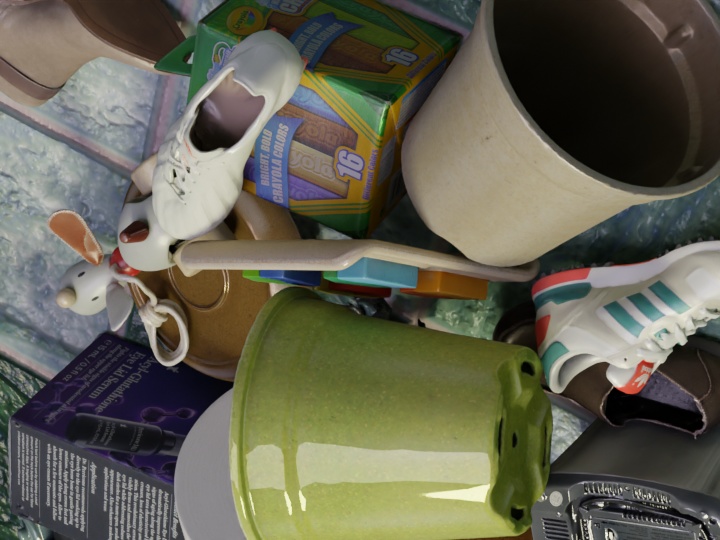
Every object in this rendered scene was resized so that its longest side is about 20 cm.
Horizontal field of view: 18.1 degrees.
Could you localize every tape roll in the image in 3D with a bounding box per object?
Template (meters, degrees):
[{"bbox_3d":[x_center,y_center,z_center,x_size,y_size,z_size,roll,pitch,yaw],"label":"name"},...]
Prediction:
[{"bbox_3d":[-0.043,0.166,1.727,0.202,0.203,0.037,21,151,19],"label":"tape roll"}]

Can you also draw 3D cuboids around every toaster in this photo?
[{"bbox_3d":[0.228,0.172,1.641,0.199,0.129,0.114,4,121,30],"label":"toaster"}]

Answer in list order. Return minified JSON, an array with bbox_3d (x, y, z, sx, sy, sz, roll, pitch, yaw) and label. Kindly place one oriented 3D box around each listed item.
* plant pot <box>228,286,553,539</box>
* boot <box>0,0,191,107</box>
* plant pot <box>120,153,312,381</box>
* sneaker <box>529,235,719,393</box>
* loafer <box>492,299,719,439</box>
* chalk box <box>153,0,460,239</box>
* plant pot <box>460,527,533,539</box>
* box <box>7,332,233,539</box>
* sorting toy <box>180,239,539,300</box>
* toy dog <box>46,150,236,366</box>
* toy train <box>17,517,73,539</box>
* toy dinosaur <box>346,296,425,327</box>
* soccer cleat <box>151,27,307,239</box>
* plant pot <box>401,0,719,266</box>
[{"bbox_3d":[0.031,0.115,1.588,0.183,0.201,0.202,2,119,24],"label":"plant pot"},{"bbox_3d":[-0.233,-0.179,1.752,0.200,0.070,0.146,39,137,6],"label":"boot"},{"bbox_3d":[-0.123,-0.002,1.785,0.199,0.027,0.202,17,118,34],"label":"plant pot"},{"bbox_3d":[0.210,0.038,1.575,0.199,0.070,0.094,-11,69,31],"label":"sneaker"},{"bbox_3d":[0.182,0.071,1.644,0.199,0.071,0.074,10,122,26],"label":"loafer"},{"bbox_3d":[-0.049,-0.133,1.624,0.199,0.124,0.124,24,128,15],"label":"chalk box"},{"bbox_3d":[0.067,0.268,1.773,0.182,0.200,0.201,-9,115,17],"label":"plant pot"},{"bbox_3d":[-0.170,0.157,1.862,0.199,0.148,0.105,18,126,19],"label":"box"},{"bbox_3d":[0.000,0.000,1.615,0.184,0.199,0.037,0,88,45],"label":"sorting toy"},{"bbox_3d":[-0.183,-0.010,1.748,0.132,0.096,0.201,43,130,19],"label":"toy dog"},{"bbox_3d":[-0.240,0.278,1.997,0.114,0.085,0.201,32,139,58],"label":"toy train"},{"bbox_3d":[0.025,0.060,1.749,0.199,0.048,0.088,24,145,18],"label":"toy dinosaur"},{"bbox_3d":[-0.104,-0.087,1.553,0.069,0.078,0.200,39,131,4],"label":"soccer cleat"},{"bbox_3d":[0.124,-0.100,1.513,0.201,0.200,0.183,46,142,-2],"label":"plant pot"}]
